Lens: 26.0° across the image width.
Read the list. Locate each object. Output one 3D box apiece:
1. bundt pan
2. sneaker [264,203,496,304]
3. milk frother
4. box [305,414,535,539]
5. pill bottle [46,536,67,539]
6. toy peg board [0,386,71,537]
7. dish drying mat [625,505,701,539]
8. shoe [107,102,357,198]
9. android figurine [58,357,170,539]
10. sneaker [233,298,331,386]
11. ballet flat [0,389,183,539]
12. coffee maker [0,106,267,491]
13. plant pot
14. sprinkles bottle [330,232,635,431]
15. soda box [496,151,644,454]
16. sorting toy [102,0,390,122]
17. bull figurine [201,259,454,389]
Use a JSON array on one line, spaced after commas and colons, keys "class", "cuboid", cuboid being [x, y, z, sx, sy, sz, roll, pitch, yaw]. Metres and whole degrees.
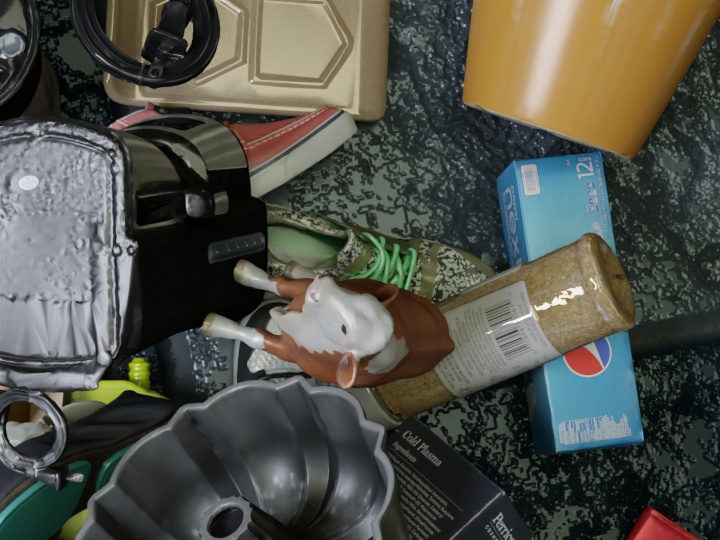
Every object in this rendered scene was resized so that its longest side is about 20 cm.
[{"class": "bundt pan", "cuboid": [-0.059, 0.160, 0.875, 0.202, 0.202, 0.076, -41, 130, -10]}, {"class": "sneaker", "cuboid": [0.000, 0.000, 1.048, 0.199, 0.089, 0.077, 11, 81, -6]}, {"class": "milk frother", "cuboid": [-0.203, -0.133, 0.989, 0.200, 0.188, 0.181, 30, 81, -3]}, {"class": "box", "cuboid": [0.032, 0.228, 0.965, 0.182, 0.104, 0.200, -42, 129, -11]}, {"class": "pill bottle", "cuboid": [-0.243, 0.200, 0.925, 0.199, 0.114, 0.115, 19, 80, -14]}, {"class": "toy peg board", "cuboid": [-0.291, 0.064, 0.974, 0.199, 0.098, 0.200, 1, 82, 8]}, {"class": "dish drying mat", "cuboid": [0.178, 0.267, 1.072, 0.077, 0.018, 0.200, 33, 79, -3]}, {"class": "shoe", "cuboid": [-0.106, -0.081, 1.049, 0.200, 0.071, 0.091, -30, 96, -4]}, {"class": "android figurine", "cuboid": [-0.169, 0.157, 1.030, 0.181, 0.041, 0.201, -2, 83, -7]}, {"class": "sneaker", "cuboid": [-0.041, 0.116, 1.024, 0.075, 0.088, 0.201, -6, 86, -8]}, {"class": "ballet flat", "cuboid": [-0.179, 0.115, 0.934, 0.073, 0.200, 0.073, 8, 107, 29]}, {"class": "coffee maker", "cuboid": [-0.148, 0.002, 0.919, 0.134, 0.200, 0.193, 25, 102, 14]}, {"class": "plant pot", "cuboid": [0.156, -0.180, 1.051, 0.200, 0.200, 0.184, 18, 96, -5]}, {"class": "sprinkles bottle", "cuboid": [0.077, 0.044, 1.017, 0.200, 0.068, 0.068, -25, 85, 22]}, {"class": "soda box", "cuboid": [0.142, 0.024, 1.073, 0.064, 0.068, 0.201, -6, 83, -7]}, {"class": "sorting toy", "cuboid": [-0.077, -0.200, 1.096, 0.199, 0.036, 0.186, 4, 82, -11]}, {"class": "bull figurine", "cuboid": [-0.013, 0.032, 0.910, 0.121, 0.200, 0.065, 17, 89, 22]}]
